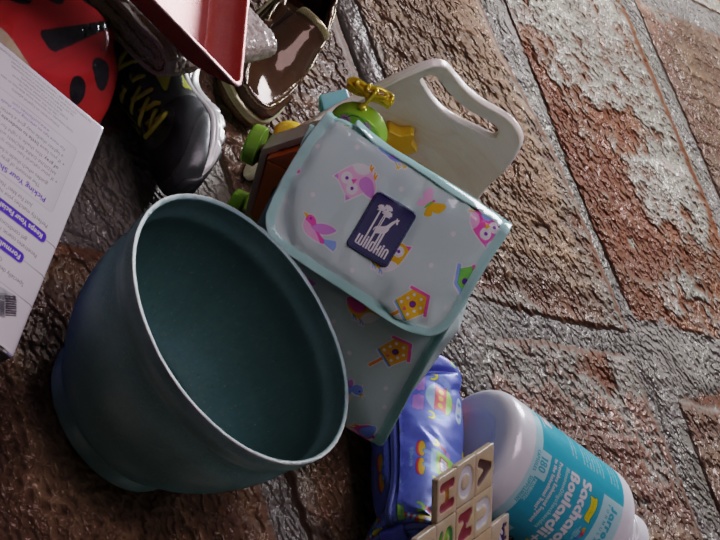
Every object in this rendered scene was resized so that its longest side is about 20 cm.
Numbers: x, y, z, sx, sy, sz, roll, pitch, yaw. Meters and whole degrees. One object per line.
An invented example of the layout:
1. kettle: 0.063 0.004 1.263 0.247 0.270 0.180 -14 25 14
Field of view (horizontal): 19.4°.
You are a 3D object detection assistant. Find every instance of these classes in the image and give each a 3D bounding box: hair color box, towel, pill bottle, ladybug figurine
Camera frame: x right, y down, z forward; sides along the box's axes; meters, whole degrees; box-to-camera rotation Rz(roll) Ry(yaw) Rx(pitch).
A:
1. hair color box: -0.251 -0.042 1.372 0.109 0.065 0.201 40 45 -27
2. towel: -0.165 -0.226 1.643 0.132 0.035 0.200 -17 55 -47
3. pill bottle: 0.151 0.189 1.737 0.200 0.111 0.111 35 36 -32
4. ladybug figurine: -0.237 -0.151 1.525 0.136 0.072 0.200 55 29 -2

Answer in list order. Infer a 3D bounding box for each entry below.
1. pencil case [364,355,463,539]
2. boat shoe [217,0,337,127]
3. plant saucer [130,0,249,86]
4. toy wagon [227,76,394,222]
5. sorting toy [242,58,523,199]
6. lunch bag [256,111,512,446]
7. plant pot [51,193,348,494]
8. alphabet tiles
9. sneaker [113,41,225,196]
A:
1. pencil case: 0.040 0.149 1.644 0.087 0.078 0.201 44 32 -35
2. boat shoe: -0.066 -0.200 1.821 0.075 0.075 0.203 45 32 -19
3. plant saucer: -0.145 -0.261 1.542 0.200 0.036 0.201 45 39 -49
4. toy wagon: -0.022 -0.059 1.626 0.154 0.201 0.040 23 41 5
5. sorting toy: 0.035 -0.100 1.770 0.200 0.180 0.107 38 35 -31
6. lunch bag: 0.000 0.000 1.559 0.170 0.201 0.122 32 31 3
7. plant pot: -0.123 0.069 1.422 0.200 0.134 0.201 36 35 -31
8. alphabet tiles: 0.075 0.237 1.569 0.167 0.007 0.202 -23 117 -60
9. sneaker: -0.165 -0.135 1.631 0.084 0.074 0.201 22 35 -37
